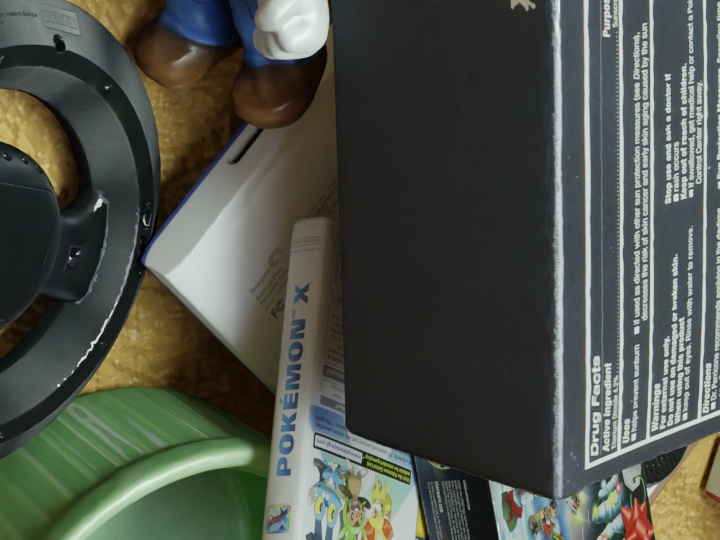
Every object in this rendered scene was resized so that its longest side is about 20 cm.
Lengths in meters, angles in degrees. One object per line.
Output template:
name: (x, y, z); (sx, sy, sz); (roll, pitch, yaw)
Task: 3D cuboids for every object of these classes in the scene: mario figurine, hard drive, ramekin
mario figurine: (-0.077, -0.134, 0.881); (0.123, 0.106, 0.200); (-6, 137, 8)
hard drive: (0.000, 0.000, 1.046); (0.132, 0.025, 0.200); (-52, 138, -10)
ramekin: (-0.094, 0.148, 1.021); (0.199, 0.098, 0.201); (-16, 121, -30)

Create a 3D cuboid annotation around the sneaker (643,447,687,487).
sneaker: (0.152, 0.037, 1.098); (0.078, 0.077, 0.200); (-20, 141, -29)

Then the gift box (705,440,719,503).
gift box: (0.322, 0.093, 1.244); (0.199, 0.184, 0.187); (9, 104, -32)

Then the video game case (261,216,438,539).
video game case: (0.026, 0.093, 1.021); (0.200, 0.022, 0.183); (27, 62, -51)

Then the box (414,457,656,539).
box: (0.069, 0.043, 1.036); (0.137, 0.040, 0.201); (-21, 102, -56)

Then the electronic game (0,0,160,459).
electronic game: (-0.152, -0.012, 0.922); (0.200, 0.042, 0.201); (-28, 128, -42)

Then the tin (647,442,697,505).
tin: (0.111, 0.084, 1.182); (0.112, 0.042, 0.200); (39, 87, -37)

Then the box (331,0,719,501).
box: (0.097, -0.042, 0.918); (0.198, 0.123, 0.201); (-16, 111, -42)
